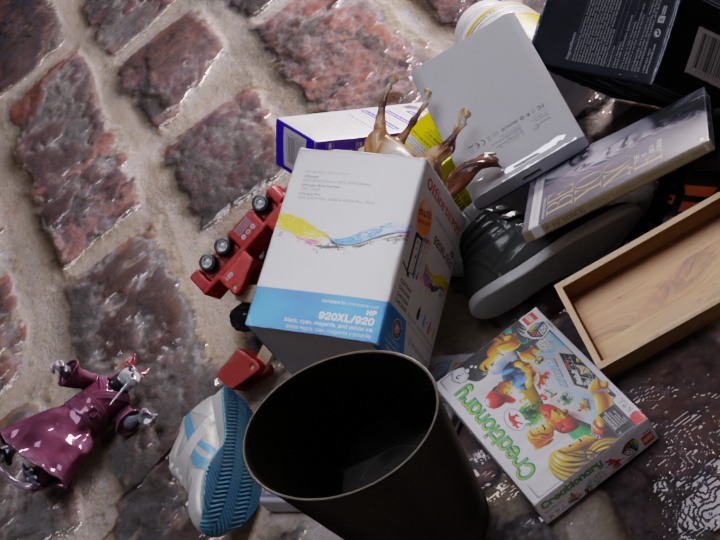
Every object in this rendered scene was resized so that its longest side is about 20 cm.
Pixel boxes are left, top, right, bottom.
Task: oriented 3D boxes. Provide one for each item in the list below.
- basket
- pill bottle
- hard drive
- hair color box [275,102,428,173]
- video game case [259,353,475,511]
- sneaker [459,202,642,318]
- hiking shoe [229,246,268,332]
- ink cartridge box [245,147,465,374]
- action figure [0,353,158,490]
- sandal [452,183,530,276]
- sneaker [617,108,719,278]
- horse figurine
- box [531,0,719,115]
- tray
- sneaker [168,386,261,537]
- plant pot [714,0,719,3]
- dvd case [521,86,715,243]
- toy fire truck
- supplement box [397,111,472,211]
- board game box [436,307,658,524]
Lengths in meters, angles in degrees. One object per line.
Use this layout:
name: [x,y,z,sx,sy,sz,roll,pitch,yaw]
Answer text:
basket: [0.025,0.178,1.317,0.180,0.200,0.136,-16,51,21]
pill bottle: [0.186,-0.249,1.792,0.112,0.112,0.200,-36,32,1]
hard drive: [0.144,-0.172,1.611,0.132,0.025,0.200,-30,52,10]
hair color box: [0.012,-0.147,1.780,0.200,0.065,0.109,-10,24,-25]
video game case: [0.011,0.163,1.529,0.200,0.023,0.182,-7,43,38]
sneaker: [0.183,-0.040,1.551,0.200,0.071,0.099,-31,57,16]
hiking shoe: [-0.091,-0.018,1.767,0.200,0.101,0.076,-45,21,-16]
ink cartridge box: [0.000,0.000,1.513,0.144,0.147,0.200,6,68,23]
action figure: [-0.320,0.180,1.781,0.200,0.134,0.149,-41,-12,-28]
sandal: [0.167,-0.061,1.630,0.202,0.083,0.050,-26,-8,20]
sneaker: [0.305,-0.074,1.484,0.200,0.090,0.070,-44,34,-11]
horse figurine: [0.056,-0.123,1.597,0.200,0.050,0.133,34,98,46]
box: [0.302,-0.238,1.613,0.200,0.148,0.104,23,96,52]
tray: [0.292,0.010,1.414,0.200,0.037,0.099,-30,58,9]
sneaker: [-0.156,0.211,1.588,0.081,0.077,0.200,-35,26,19]
plant pot: [0.432,-0.367,1.653,0.200,0.200,0.188,-34,48,4]
dvd case: [0.251,-0.105,1.488,0.200,0.016,0.149,-28,18,22]
toy fire truck: [-0.112,0.021,1.698,0.141,0.049,0.200,45,97,18]
supplement box: [0.060,-0.073,1.695,0.200,0.109,0.110,-38,33,0]
board game box: [0.166,0.129,1.399,0.126,0.035,0.200,-37,38,-3]
